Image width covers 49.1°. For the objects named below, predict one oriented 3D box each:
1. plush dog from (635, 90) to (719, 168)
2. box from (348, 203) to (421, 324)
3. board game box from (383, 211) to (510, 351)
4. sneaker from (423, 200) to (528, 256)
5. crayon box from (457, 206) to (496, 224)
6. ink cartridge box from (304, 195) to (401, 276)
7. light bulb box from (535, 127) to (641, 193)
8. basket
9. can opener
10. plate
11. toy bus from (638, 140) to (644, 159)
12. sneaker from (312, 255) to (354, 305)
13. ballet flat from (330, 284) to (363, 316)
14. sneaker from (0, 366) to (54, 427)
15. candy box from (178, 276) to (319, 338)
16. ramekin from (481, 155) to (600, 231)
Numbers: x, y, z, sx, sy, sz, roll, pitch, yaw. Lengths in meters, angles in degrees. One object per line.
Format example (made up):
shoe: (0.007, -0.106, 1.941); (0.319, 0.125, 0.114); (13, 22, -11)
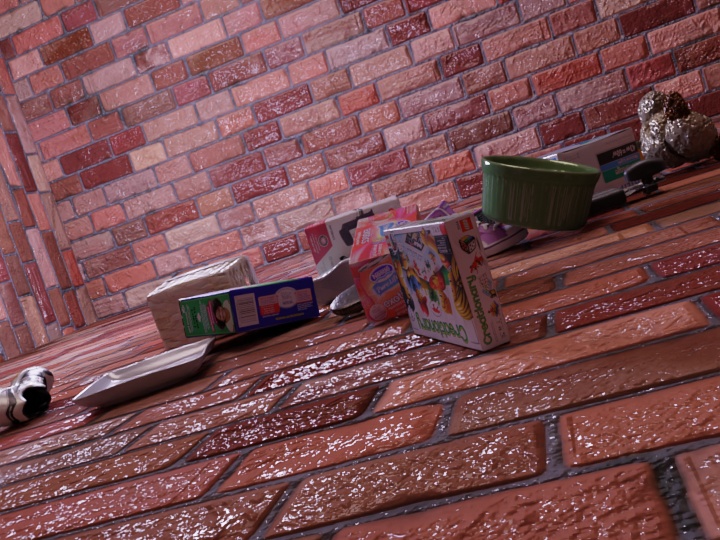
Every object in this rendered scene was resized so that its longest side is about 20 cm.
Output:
plush dog: (0.659, -0.275, 1.629); (0.161, 0.199, 0.172); (-53, 3, -11)
box: (0.050, -0.015, 1.146); (0.101, 0.096, 0.200); (-15, 19, 10)
board game box: (0.084, 0.010, 0.825); (0.034, 0.128, 0.200); (-19, 5, -14)
sneaker: (0.188, -0.075, 1.387); (0.198, 0.116, 0.073); (-16, 4, 14)
crayon box: (0.200, -0.086, 1.741); (0.171, 0.059, 0.199); (-17, 5, 32)
ink cartridge box: (0.004, -0.050, 1.587); (0.198, 0.147, 0.084); (-19, 7, 4)
light bulb box: (0.434, -0.189, 1.608); (0.196, 0.126, 0.200); (-21, 5, -22)
basket: (-0.304, 0.069, 1.559); (0.198, 0.137, 0.123); (-17, 10, 14)
can opener: (0.455, -0.142, 1.428); (0.198, 0.067, 0.053); (-23, 6, 5)
plate: (-0.324, 0.161, 1.225); (0.197, 0.033, 0.200); (-20, 5, -3)
toy bus: (0.686, -0.292, 2.091); (0.198, 0.066, 0.078); (-18, 4, 13)
sneaker: (0.000, 0.000, 1.460); (0.199, 0.074, 0.118); (-17, 11, 46)
ballet flat: (0.044, 0.030, 1.249); (0.198, 0.047, 0.067); (-27, 27, -21)
sneaker: (-0.560, 0.219, 1.346); (0.086, 0.077, 0.200); (-4, 12, 5)
candy box: (-0.196, 0.066, 1.372); (0.168, 0.078, 0.199); (-9, -2, -38)
ramekin: (0.298, -0.132, 1.334); (0.197, 0.099, 0.200); (5, 14, -1)
